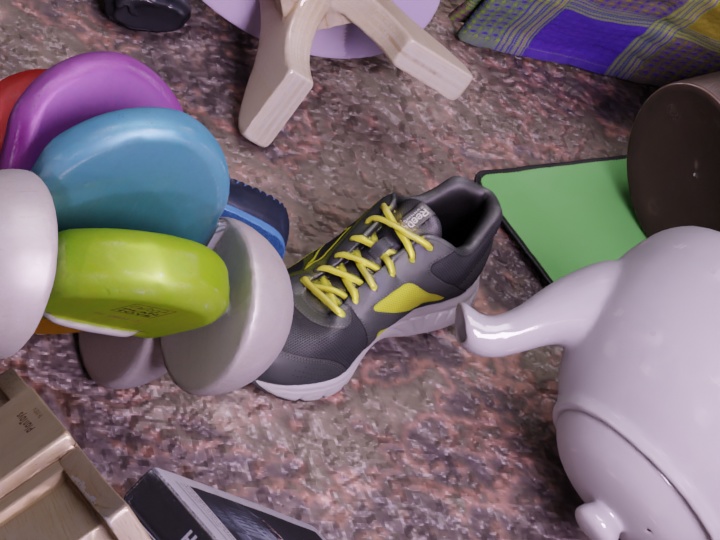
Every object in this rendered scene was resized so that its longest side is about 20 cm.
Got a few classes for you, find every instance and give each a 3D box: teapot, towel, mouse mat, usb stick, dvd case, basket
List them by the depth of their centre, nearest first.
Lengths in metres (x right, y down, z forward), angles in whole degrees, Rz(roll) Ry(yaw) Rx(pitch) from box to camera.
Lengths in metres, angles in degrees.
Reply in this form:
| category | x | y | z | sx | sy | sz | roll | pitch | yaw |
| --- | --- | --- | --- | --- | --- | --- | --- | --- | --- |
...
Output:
| category | x | y | z | sx | sy | sz | roll | pitch | yaw |
| --- | --- | --- | --- | --- | --- | --- | --- | --- | --- |
| dvd case | -0.012 | 0.156 | 0.979 | 0.150 | 0.025 | 0.200 | 46 | 4 | 22 |
| teapot | 0.171 | 0.088 | 1.162 | 0.146 | 0.198 | 0.200 | -43 | 47 | -14 |
| mouse mat | 0.180 | -0.013 | 1.393 | 0.200 | 0.008 | 0.161 | -8 | 50 | -36 |
| basket | 0.276 | -0.069 | 1.406 | 0.199 | 0.136 | 0.180 | -10 | 31 | -33 |
| usb stick | -0.142 | -0.218 | 1.422 | 0.055 | 0.033 | 0.200 | 8 | 41 | -21 |
| towel | 0.172 | -0.154 | 1.457 | 0.199 | 0.144 | 0.023 | 13 | 72 | -19 |

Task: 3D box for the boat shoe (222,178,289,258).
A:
| category | x | y | z | sx | sy | sz | roll | pitch | yaw |
| --- | --- | --- | --- | --- | --- | --- | --- | --- | --- |
| boat shoe | -0.129 | -0.057 | 1.200 | 0.199 | 0.084 | 0.069 | 20 | 50 | -13 |

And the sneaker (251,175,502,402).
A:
| category | x | y | z | sx | sy | sz | roll | pitch | yaw |
| --- | --- | --- | --- | --- | --- | --- | --- | --- | --- |
| sneaker | 0.000 | 0.000 | 1.210 | 0.074 | 0.085 | 0.200 | 41 | 40 | 19 |

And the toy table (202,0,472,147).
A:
| category | x | y | z | sx | sy | sz | roll | pitch | yaw |
| --- | --- | --- | --- | --- | --- | --- | --- | --- | --- |
| toy table | -0.026 | -0.173 | 1.337 | 0.199 | 0.184 | 0.117 | 16 | 25 | -26 |

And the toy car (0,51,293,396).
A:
| category | x | y | z | sx | sy | sz | roll | pitch | yaw |
| --- | --- | --- | --- | --- | --- | --- | --- | --- | --- |
| toy car | -0.131 | -0.026 | 1.063 | 0.175 | 0.200 | 0.151 | 13 | 82 | -34 |

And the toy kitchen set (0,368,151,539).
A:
| category | x | y | z | sx | sy | sz | roll | pitch | yaw |
| --- | --- | --- | --- | --- | --- | --- | --- | --- | --- |
| toy kitchen set | -0.147 | 0.176 | 0.950 | 0.163 | 0.181 | 0.200 | -35 | 23 | -10 |
